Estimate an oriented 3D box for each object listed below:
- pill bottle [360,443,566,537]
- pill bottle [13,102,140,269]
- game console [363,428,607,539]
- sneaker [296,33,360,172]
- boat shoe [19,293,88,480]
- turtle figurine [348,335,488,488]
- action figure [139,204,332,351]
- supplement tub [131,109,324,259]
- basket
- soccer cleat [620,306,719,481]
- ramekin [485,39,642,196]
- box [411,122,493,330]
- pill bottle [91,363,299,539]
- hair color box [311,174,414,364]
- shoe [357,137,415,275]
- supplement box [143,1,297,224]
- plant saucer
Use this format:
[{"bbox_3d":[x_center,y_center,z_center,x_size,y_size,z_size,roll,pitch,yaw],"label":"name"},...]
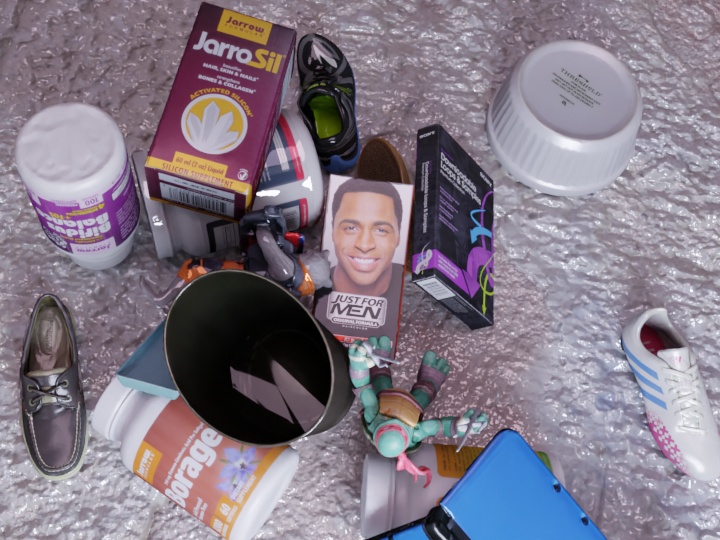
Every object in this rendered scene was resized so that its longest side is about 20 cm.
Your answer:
[{"bbox_3d":[0.101,0.236,0.964,0.197,0.111,0.112,5,63,-3],"label":"pill bottle"},{"bbox_3d":[-0.302,-0.082,1.033,0.111,0.201,0.113,2,63,-4],"label":"pill bottle"},{"bbox_3d":[0.125,0.281,0.909,0.200,0.170,0.119,50,38,-10],"label":"game console"},{"bbox_3d":[-0.042,-0.223,1.190,0.070,0.083,0.202,-15,64,8],"label":"sneaker"},{"bbox_3d":[-0.333,0.121,1.005,0.072,0.065,0.202,-10,66,-12],"label":"boat shoe"},{"bbox_3d":[0.040,0.129,0.929,0.149,0.200,0.101,35,104,-6],"label":"turtle figurine"},{"bbox_3d":[-0.121,0.022,1.005,0.191,0.200,0.106,-14,67,-4],"label":"action figure"},{"bbox_3d":[-0.152,-0.098,1.089,0.198,0.141,0.142,-15,66,-13],"label":"supplement tub"},{"bbox_3d":[-0.077,0.098,0.921,0.180,0.200,0.136,40,88,20],"label":"basket"},{"bbox_3d":[0.351,0.134,1.053,0.069,0.087,0.202,-16,66,-13],"label":"soccer cleat"},{"bbox_3d":[0.266,-0.203,1.208,0.200,0.094,0.205,2,64,-4],"label":"ramekin"},{"bbox_3d":[0.111,-0.051,1.097,0.036,0.143,0.202,-15,58,31],"label":"box"},{"bbox_3d":[-0.171,0.181,0.966,0.199,0.112,0.113,31,65,10],"label":"pill bottle"},{"bbox_3d":[0.000,0.000,1.070,0.100,0.061,0.203,6,80,-2],"label":"hair color box"},{"bbox_3d":[0.050,-0.074,1.151,0.070,0.053,0.202,-34,61,25],"label":"shoe"},{"bbox_3d":[-0.144,-0.165,0.992,0.109,0.086,0.202,15,69,-3],"label":"supplement box"},{"bbox_3d":[-0.188,0.078,1.002,0.069,0.019,0.200,13,23,6],"label":"plant saucer"}]
